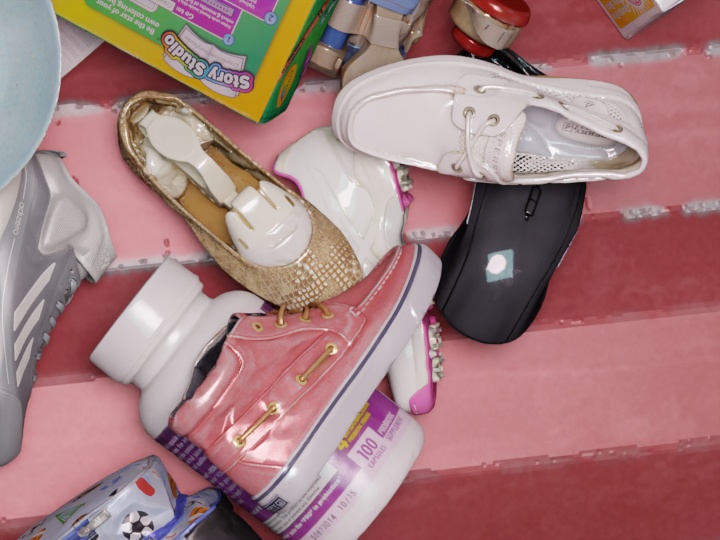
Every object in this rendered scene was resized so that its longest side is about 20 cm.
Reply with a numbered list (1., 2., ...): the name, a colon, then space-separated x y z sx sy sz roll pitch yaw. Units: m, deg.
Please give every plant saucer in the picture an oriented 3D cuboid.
1. plant saucer: -0.279 -0.128 1.394 0.201 0.039 0.201 0 93 3

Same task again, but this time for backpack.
1. backpack: -0.148 0.210 1.381 0.190 0.200 0.154 -43 87 -1

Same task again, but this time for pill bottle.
1. pill bottle: -0.067 0.084 1.432 0.200 0.112 0.112 38 82 -4

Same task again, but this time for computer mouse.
1. computer mouse: 0.085 -0.061 1.471 0.140 0.046 0.200 31 66 -3

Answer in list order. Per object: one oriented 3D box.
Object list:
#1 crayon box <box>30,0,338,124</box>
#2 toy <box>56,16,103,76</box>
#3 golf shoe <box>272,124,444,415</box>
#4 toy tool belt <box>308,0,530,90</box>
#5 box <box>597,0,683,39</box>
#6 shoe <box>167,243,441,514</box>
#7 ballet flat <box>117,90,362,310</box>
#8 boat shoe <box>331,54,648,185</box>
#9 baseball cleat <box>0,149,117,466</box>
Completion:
1. crayon box: -0.115 -0.190 1.396 0.200 0.058 0.119 29 110 6
2. toy: -0.264 -0.132 1.456 0.200 0.047 0.115 -43 88 -13
3. golf shoe: 0.000 0.000 1.474 0.091 0.075 0.200 -13 82 4
4. toy tool belt: -0.004 -0.168 1.469 0.200 0.125 0.123 31 114 -1
5. box: 0.167 -0.266 1.486 0.101 0.112 0.200 -36 92 -8
6. shoe: -0.032 0.042 1.358 0.091 0.071 0.200 39 62 -10
7. ballet flat: -0.083 -0.044 1.430 0.200 0.065 0.071 37 81 19
8. boat shoe: 0.084 -0.087 1.412 0.200 0.069 0.071 1 121 -9
9. baseball cleat: -0.204 0.023 1.442 0.106 0.070 0.200 -3 97 -24
